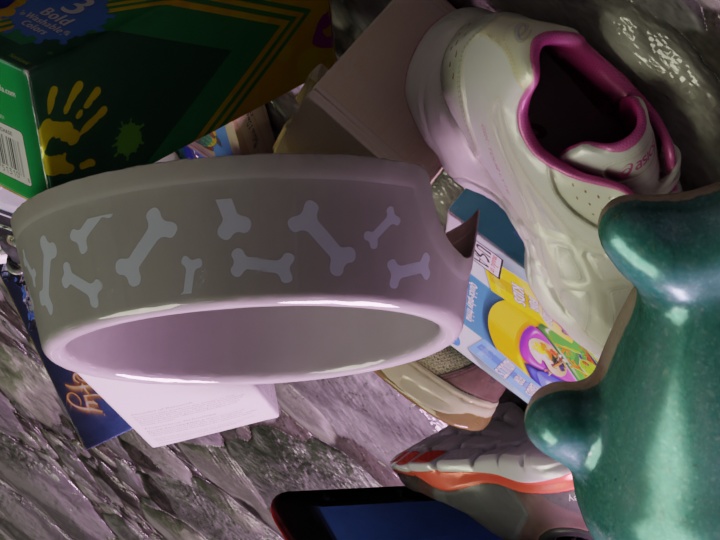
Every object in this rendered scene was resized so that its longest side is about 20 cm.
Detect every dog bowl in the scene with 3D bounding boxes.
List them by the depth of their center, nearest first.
[{"bbox_3d":[-0.046,0.004,1.138,0.199,0.059,0.200,-4,167,-1],"label":"dog bowl"}]

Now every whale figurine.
[{"bbox_3d":[0.145,0.055,1.081,0.104,0.158,0.200,-100,-1,-49],"label":"whale figurine"}]

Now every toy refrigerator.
[{"bbox_3d":[0.003,-0.058,1.235,0.070,0.076,0.200,42,163,0],"label":"toy refrigerator"}]

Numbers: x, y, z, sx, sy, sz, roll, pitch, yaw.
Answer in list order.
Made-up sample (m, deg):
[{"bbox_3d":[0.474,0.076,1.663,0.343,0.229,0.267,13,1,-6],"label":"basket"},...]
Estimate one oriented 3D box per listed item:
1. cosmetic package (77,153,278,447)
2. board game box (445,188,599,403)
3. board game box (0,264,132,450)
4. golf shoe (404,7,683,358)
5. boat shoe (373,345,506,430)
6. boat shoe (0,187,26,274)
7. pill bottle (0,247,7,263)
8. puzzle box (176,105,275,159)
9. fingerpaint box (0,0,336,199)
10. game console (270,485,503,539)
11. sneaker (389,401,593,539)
[{"bbox_3d":[-0.109,0.020,1.521,0.200,0.085,0.108,60,-162,-70],"label":"cosmetic package"},{"bbox_3d":[0.127,0.045,1.262,0.200,0.047,0.151,38,162,14],"label":"board game box"},{"bbox_3d":[-0.183,-0.003,1.627,0.136,0.035,0.201,-78,-37,-80],"label":"board game box"},{"bbox_3d":[0.102,-0.025,1.112,0.200,0.075,0.091,47,158,-19],"label":"golf shoe"},{"bbox_3d":[0.000,0.000,1.397,0.200,0.065,0.073,38,-169,9],"label":"boat shoe"},{"bbox_3d":[-0.140,-0.023,1.267,0.199,0.072,0.071,23,124,-4],"label":"boat shoe"},{"bbox_3d":[-0.204,-0.068,1.385,0.111,0.111,0.200,47,172,-17],"label":"pill bottle"},{"bbox_3d":[-0.107,-0.111,1.422,0.133,0.025,0.200,35,161,22],"label":"puzzle box"},{"bbox_3d":[-0.139,-0.118,1.220,0.200,0.167,0.074,25,133,41],"label":"fingerpaint box"},{"bbox_3d":[0.083,0.156,1.476,0.172,0.199,0.119,-23,73,45],"label":"game console"},{"bbox_3d":[0.083,0.122,1.456,0.200,0.077,0.082,0,116,64],"label":"sneaker"}]
